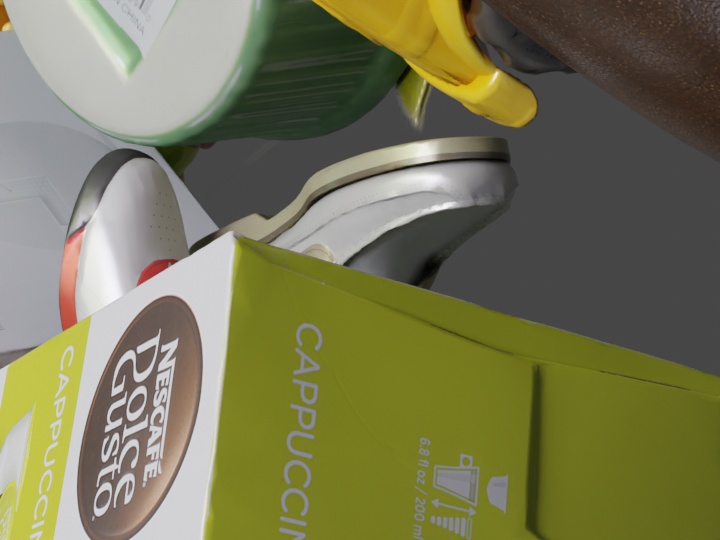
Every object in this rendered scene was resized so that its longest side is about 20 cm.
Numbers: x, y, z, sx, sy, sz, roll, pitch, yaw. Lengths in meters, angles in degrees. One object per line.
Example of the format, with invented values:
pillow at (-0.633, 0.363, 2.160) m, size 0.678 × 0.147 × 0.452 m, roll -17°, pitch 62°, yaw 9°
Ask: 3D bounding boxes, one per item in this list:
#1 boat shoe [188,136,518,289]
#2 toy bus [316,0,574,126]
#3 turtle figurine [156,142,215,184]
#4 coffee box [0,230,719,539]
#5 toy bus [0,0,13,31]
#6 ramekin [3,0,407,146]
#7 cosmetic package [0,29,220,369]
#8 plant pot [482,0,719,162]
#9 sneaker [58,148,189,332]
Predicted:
boat shoe at (0.000, 0.000, 1.118) m, size 0.200 × 0.074 × 0.069 m, roll -28°, pitch 66°, yaw 55°
toy bus at (0.025, -0.183, 1.009) m, size 0.201 × 0.191 × 0.136 m, roll -59°, pitch 27°, yaw 10°
turtle figurine at (-0.108, -0.043, 1.349) m, size 0.200 × 0.064 × 0.162 m, roll 32°, pitch 103°, yaw 63°
coffee box at (-0.013, 0.127, 0.908) m, size 0.198 × 0.199 × 0.201 m, roll -27°, pitch 51°, yaw 55°
toy bus at (-0.196, -0.136, 1.521) m, size 0.200 × 0.135 × 0.193 m, roll 13°, pitch 100°, yaw 61°
ramekin at (-0.071, -0.149, 1.201) m, size 0.199 × 0.097 × 0.201 m, roll 14°, pitch 111°, yaw 40°
cosmetic package at (-0.185, 0.004, 1.236) m, size 0.200 × 0.199 × 0.123 m, roll 51°, pitch 130°, yaw 30°
plant pot at (0.093, -0.135, 0.862) m, size 0.187 × 0.199 × 0.188 m, roll -40°, pitch 41°, yaw 48°
sneaker at (-0.066, 0.052, 1.115) m, size 0.108 × 0.067 × 0.202 m, roll 2°, pitch 85°, yaw 34°
